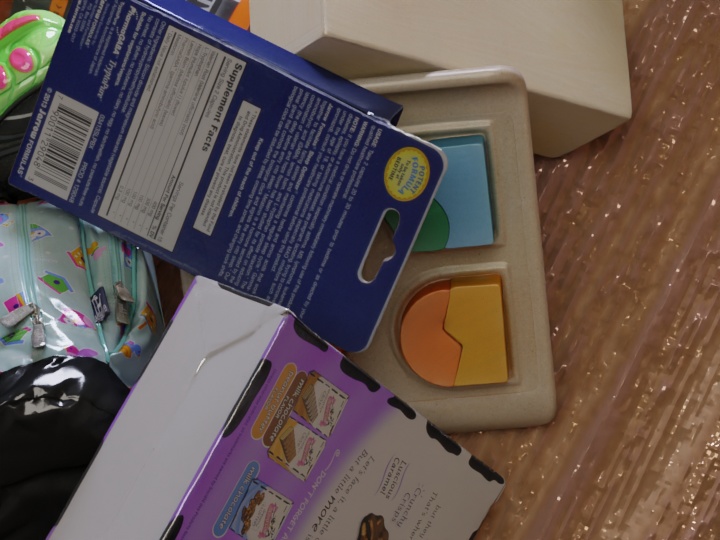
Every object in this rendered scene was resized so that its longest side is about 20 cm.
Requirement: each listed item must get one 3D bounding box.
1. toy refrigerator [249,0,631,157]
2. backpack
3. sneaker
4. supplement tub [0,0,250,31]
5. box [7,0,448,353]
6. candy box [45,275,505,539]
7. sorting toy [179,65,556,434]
[{"bbox_3d":[0.040,-0.119,1.432,0.199,0.070,0.076,12,65,-36],"label":"toy refrigerator"},{"bbox_3d":[-0.156,0.053,1.411,0.126,0.167,0.200,1,40,-10],"label":"backpack"},{"bbox_3d":[-0.202,-0.053,1.469,0.200,0.084,0.077,-35,35,33],"label":"sneaker"},{"bbox_3d":[-0.091,-0.124,1.488,0.199,0.107,0.107,23,77,13],"label":"supplement tub"},{"bbox_3d":[-0.062,-0.053,1.366,0.199,0.032,0.122,27,115,7],"label":"box"},{"bbox_3d":[-0.041,0.125,1.352,0.071,0.200,0.168,20,77,43],"label":"candy box"},{"bbox_3d":[0.000,0.000,1.416,0.184,0.037,0.201,-5,112,5],"label":"sorting toy"}]
